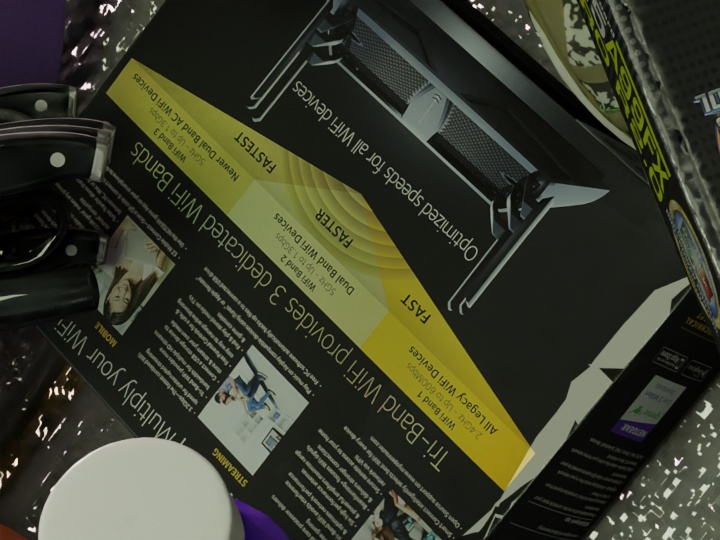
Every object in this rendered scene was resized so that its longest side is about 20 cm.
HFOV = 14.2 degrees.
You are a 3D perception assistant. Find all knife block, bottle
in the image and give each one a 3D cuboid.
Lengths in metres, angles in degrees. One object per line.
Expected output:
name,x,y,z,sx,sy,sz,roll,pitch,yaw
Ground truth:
knife block,-0.170,-0.002,0.803,0.175,0.200,0.064,2,107,44
bottle,-0.036,0.109,0.751,0.065,0.200,0.084,-36,60,-11

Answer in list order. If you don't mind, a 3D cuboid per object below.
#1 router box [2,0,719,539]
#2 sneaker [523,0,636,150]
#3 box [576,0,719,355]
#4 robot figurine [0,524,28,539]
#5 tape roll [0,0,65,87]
router box,0.000,0.000,0.844,0.157,0.052,0.200,-51,59,11
sneaker,0.113,-0.025,0.711,0.077,0.089,0.200,-39,101,6
box,0.148,-0.087,0.668,0.200,0.044,0.160,-19,77,-3
robot figurine,-0.159,0.138,0.867,0.200,0.117,0.144,-14,55,28
tape roll,-0.195,-0.091,0.933,0.200,0.066,0.200,5,102,27
